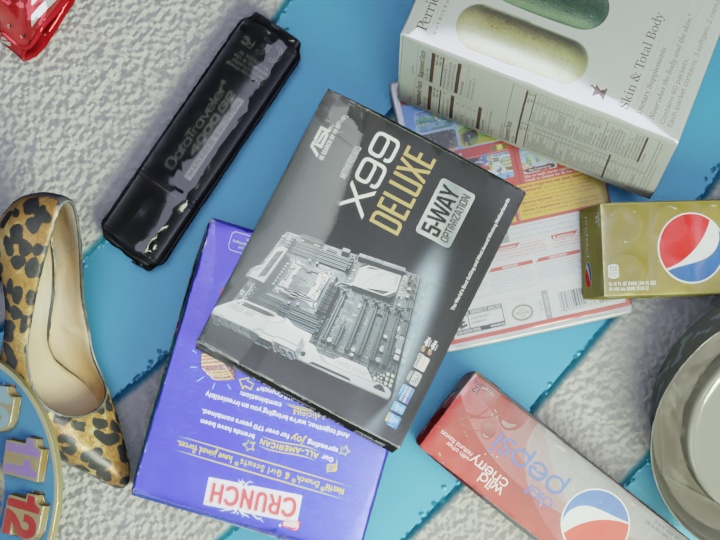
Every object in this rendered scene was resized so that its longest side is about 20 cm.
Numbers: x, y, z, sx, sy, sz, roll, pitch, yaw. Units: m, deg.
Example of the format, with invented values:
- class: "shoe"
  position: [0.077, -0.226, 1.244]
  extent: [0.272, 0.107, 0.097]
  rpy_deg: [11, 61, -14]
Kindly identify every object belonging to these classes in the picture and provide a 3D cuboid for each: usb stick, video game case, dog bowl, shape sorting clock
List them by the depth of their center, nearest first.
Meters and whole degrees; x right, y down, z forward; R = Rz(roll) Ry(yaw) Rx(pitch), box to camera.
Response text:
- class: "shape sorting clock"
  position: [-0.291, 0.153, 1.571]
  extent: [0.199, 0.039, 0.202]
  rpy_deg: [-2, 85, 25]
- class: "dog bowl"
  position: [0.295, 0.104, 1.591]
  extent: [0.198, 0.059, 0.202]
  rpy_deg: [-2, 111, -6]
- class: "usb stick"
  position: [-0.115, -0.093, 1.629]
  extent: [0.055, 0.033, 0.201]
  rpy_deg: [33, 87, 7]
- class: "video game case"
  position: [0.109, -0.053, 1.643]
  extent: [0.142, 0.017, 0.202]
  rpy_deg: [-12, 88, -2]

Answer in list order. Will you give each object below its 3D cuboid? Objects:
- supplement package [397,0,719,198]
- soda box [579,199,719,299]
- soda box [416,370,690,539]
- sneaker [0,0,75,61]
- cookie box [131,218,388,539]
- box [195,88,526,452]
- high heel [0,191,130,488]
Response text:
- class: "supplement package"
  position: [0.144, -0.170, 1.565]
  extent: [0.199, 0.151, 0.153]
  rpy_deg: [21, 79, 5]
- class: "soda box"
  position: [0.261, -0.016, 1.614]
  extent: [0.198, 0.064, 0.068]
  rpy_deg: [-2, 87, -9]
- class: "soda box"
  position: [0.137, 0.158, 1.612]
  extent: [0.200, 0.063, 0.070]
  rpy_deg: [38, 88, 0]
- class: "sneaker"
  position: [-0.290, -0.194, 1.605]
  extent: [0.199, 0.078, 0.116]
  rpy_deg: [-23, 87, -2]
- class: "cookie box"
  position: [-0.057, 0.084, 1.601]
  extent: [0.170, 0.075, 0.202]
  rpy_deg: [17, 86, -2]
- class: "box"
  position: [0.000, 0.000, 1.548]
  extent: [0.157, 0.050, 0.201]
  rpy_deg: [28, 80, -1]
- class: "high heel"
  position: [-0.199, 0.048, 1.567]
  extent: [0.201, 0.142, 0.071]
  rpy_deg: [53, 42, 5]
